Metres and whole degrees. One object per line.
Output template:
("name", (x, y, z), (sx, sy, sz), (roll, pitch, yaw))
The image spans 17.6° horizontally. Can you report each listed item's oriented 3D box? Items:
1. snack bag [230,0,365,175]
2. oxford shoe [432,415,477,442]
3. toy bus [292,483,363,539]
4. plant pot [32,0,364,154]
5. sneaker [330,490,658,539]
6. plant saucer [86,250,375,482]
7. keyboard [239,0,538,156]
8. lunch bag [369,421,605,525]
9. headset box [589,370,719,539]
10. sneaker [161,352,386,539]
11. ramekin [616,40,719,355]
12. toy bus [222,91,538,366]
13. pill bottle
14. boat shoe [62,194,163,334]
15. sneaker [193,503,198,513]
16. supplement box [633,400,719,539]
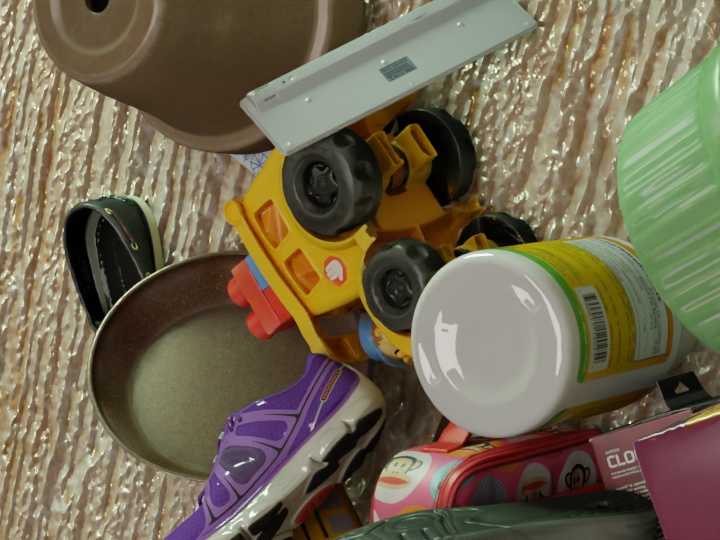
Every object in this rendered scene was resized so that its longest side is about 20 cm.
("snack bag", (-0.084, -0.193, 1.662), (0.189, 0.021, 0.200), (41, 115, 25))
("oxford shoe", (0.064, 0.152, 1.558), (0.073, 0.084, 0.200), (22, 105, 33))
("toy bus", (-0.040, 0.187, 1.585), (0.200, 0.078, 0.065), (-119, 24, -43))
("plant pot", (-0.123, -0.180, 1.573), (0.200, 0.175, 0.201), (1, 91, 32))
("sneaker", (0.075, 0.193, 1.345), (0.199, 0.076, 0.114), (-4, 100, -2))
("plant saucer", (-0.089, 0.073, 1.617), (0.200, 0.200, 0.037), (34, 151, 27))
("keyboard", (0.020, -0.134, 1.509), (0.056, 0.200, 0.011), (52, 159, 26))
("lunch bag", (0.088, 0.168, 1.474), (0.082, 0.200, 0.177), (2, 97, 39))
("headset box", (0.225, 0.158, 1.409), (0.077, 0.149, 0.200), (-21, 84, 33))
("sneaker", (-0.072, 0.136, 1.516), (0.200, 0.081, 0.083), (-44, 64, -13))
("ramekin", (0.242, -0.039, 1.354), (0.098, 0.200, 0.200), (-33, 76, 40))
("toy bus", (0.000, 0.000, 1.560), (0.192, 0.136, 0.200), (-44, 72, 35))
("pill bottle", (0.128, 0.036, 1.431), (0.111, 0.200, 0.111), (3, 96, 34))
("boat shoe", (-0.168, 0.042, 1.720), (0.074, 0.063, 0.202), (-21, 84, 31))
("sneaker", (-0.093, 0.255, 1.673), (0.083, 0.081, 0.200), (-18, 81, 48))
("supplement box", (0.261, 0.106, 1.300), (0.131, 0.200, 0.103), (-22, 87, 32))
